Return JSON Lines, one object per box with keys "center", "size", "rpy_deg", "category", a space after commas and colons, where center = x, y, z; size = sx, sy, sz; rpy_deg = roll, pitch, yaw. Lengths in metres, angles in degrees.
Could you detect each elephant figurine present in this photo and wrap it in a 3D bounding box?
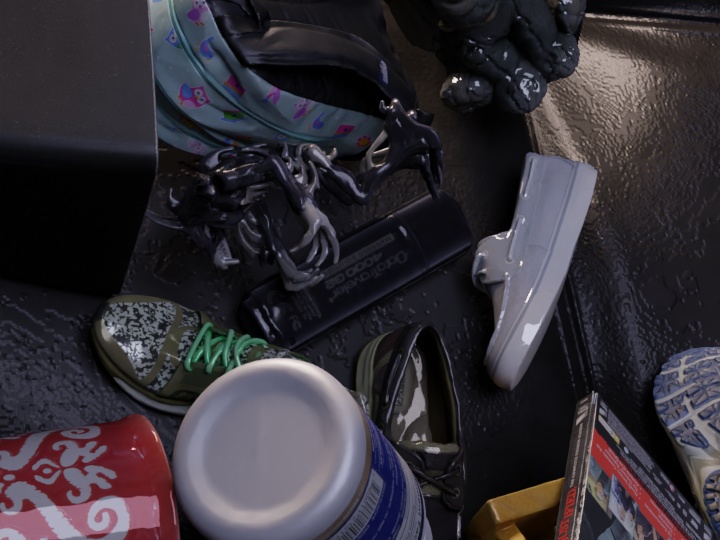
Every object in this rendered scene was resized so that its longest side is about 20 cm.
{"center": [0.074, -0.212, 1.312], "size": [0.200, 0.155, 0.142], "rpy_deg": [37, 67, -49], "category": "elephant figurine"}

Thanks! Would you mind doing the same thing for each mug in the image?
{"center": [-0.211, 0.173, 1.017], "size": [0.199, 0.134, 0.178], "rpy_deg": [-3, 52, -24], "category": "mug"}

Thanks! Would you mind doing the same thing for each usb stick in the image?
{"center": [0.000, 0.000, 1.270], "size": [0.200, 0.033, 0.056], "rpy_deg": [-29, 89, -34], "category": "usb stick"}

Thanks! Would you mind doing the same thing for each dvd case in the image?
{"center": [0.175, 0.189, 1.143], "size": [0.146, 0.022, 0.200], "rpy_deg": [49, 29, -20], "category": "dvd case"}

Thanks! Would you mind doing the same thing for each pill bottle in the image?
{"center": [-0.026, 0.141, 1.080], "size": [0.115, 0.200, 0.116], "rpy_deg": [-8, 62, 15], "category": "pill bottle"}

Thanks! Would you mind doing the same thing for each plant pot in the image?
{"center": [-0.231, -0.111, 1.122], "size": [0.177, 0.200, 0.200], "rpy_deg": [0, 67, -14], "category": "plant pot"}

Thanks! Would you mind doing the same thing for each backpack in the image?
{"center": [-0.063, -0.146, 1.232], "size": [0.200, 0.127, 0.167], "rpy_deg": [1, 56, -52], "category": "backpack"}

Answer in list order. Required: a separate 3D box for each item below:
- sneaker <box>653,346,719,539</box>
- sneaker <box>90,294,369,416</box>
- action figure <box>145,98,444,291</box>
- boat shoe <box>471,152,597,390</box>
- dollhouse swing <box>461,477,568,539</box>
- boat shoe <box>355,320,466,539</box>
{"center": [0.262, 0.144, 1.314], "size": [0.077, 0.085, 0.200], "rpy_deg": [-10, 45, 3], "category": "sneaker"}
{"center": [-0.076, 0.060, 1.165], "size": [0.200, 0.089, 0.077], "rpy_deg": [26, 56, -9], "category": "sneaker"}
{"center": [-0.042, -0.041, 1.169], "size": [0.199, 0.119, 0.102], "rpy_deg": [-19, 88, -8], "category": "action figure"}
{"center": [0.117, -0.006, 1.314], "size": [0.068, 0.072, 0.200], "rpy_deg": [19, 64, 7], "category": "boat shoe"}
{"center": [0.186, 0.231, 1.179], "size": [0.175, 0.182, 0.201], "rpy_deg": [-18, 74, -11], "category": "dollhouse swing"}
{"center": [0.036, 0.129, 1.205], "size": [0.073, 0.065, 0.201], "rpy_deg": [3, 66, -26], "category": "boat shoe"}
